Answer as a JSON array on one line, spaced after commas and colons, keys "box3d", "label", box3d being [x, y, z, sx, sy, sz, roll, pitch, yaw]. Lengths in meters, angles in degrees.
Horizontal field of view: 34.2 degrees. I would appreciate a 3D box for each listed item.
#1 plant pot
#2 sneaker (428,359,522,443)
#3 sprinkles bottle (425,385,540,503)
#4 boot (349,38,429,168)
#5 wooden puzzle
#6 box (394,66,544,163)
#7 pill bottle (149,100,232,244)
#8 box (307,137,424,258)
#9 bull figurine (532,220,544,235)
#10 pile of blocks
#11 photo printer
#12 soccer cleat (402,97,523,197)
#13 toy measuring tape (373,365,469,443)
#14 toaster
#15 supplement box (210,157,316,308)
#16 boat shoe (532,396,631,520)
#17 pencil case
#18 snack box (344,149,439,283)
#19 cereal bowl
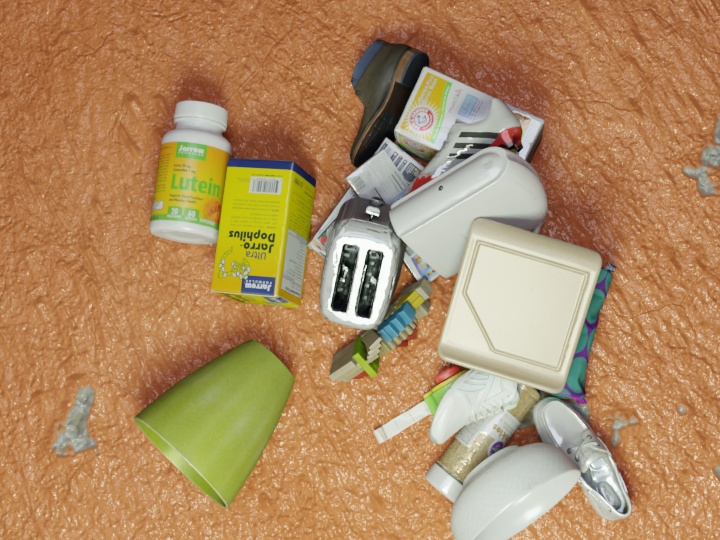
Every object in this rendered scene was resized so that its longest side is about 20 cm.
[{"box3d": [-0.194, 0.204, 1.698, 0.187, 0.188, 0.200, 39, 72, 11], "label": "plant pot"}, {"box3d": [0.174, 0.171, 1.631, 0.080, 0.071, 0.200, 40, 77, 20], "label": "sneaker"}, {"box3d": [0.177, 0.240, 1.690, 0.068, 0.068, 0.201, 36, 86, 11], "label": "sprinkles bottle"}, {"box3d": [0.022, -0.260, 1.805, 0.097, 0.074, 0.202, 34, 95, 35], "label": "boot"}, {"box3d": [0.216, 0.047, 1.603, 0.182, 0.037, 0.203, 16, 98, 4], "label": "wooden puzzle"}, {"box3d": [0.161, -0.203, 1.749, 0.198, 0.101, 0.114, 26, 84, 10], "label": "box"}, {"box3d": [-0.254, -0.149, 1.782, 0.109, 0.111, 0.203, 5, 81, 7], "label": "pill bottle"}, {"box3d": [0.021, -0.086, 1.767, 0.110, 0.035, 0.201, 37, 86, -4], "label": "box"}, {"box3d": [0.232, -0.001, 1.689, 0.198, 0.065, 0.123, -17, 51, 32], "label": "bull figurine"}, {"box3d": [0.043, 0.104, 1.723, 0.200, 0.082, 0.062, -44, 108, 1], "label": "pile of blocks"}, {"box3d": [0.160, -0.084, 1.640, 0.198, 0.166, 0.070, -30, 55, 16], "label": "photo printer"}, {"box3d": [0.139, -0.166, 1.662, 0.199, 0.068, 0.086, -32, 70, 22], "label": "soccer cleat"}, {"box3d": [0.106, 0.194, 1.705, 0.198, 0.074, 0.074, -29, 78, 1], "label": "toy measuring tape"}, {"box3d": [0.000, 0.000, 1.674, 0.112, 0.129, 0.203, 14, 105, 3], "label": "toaster"}, {"box3d": [-0.143, -0.055, 1.748, 0.108, 0.109, 0.203, 4, 80, 17], "label": "supplement box"}, {"box3d": [0.322, 0.263, 1.658, 0.070, 0.069, 0.201, -37, 86, -10], "label": "boat shoe"}, {"box3d": [0.307, 0.084, 1.693, 0.091, 0.085, 0.203, 19, 82, -26], "label": "pencil case"}, {"box3d": [0.062, -0.076, 1.739, 0.072, 0.024, 0.201, -36, 99, -8], "label": "snack box"}, {"box3d": [0.203, 0.302, 1.616, 0.199, 0.200, 0.084, -34, 66, 0], "label": "cereal bowl"}]
